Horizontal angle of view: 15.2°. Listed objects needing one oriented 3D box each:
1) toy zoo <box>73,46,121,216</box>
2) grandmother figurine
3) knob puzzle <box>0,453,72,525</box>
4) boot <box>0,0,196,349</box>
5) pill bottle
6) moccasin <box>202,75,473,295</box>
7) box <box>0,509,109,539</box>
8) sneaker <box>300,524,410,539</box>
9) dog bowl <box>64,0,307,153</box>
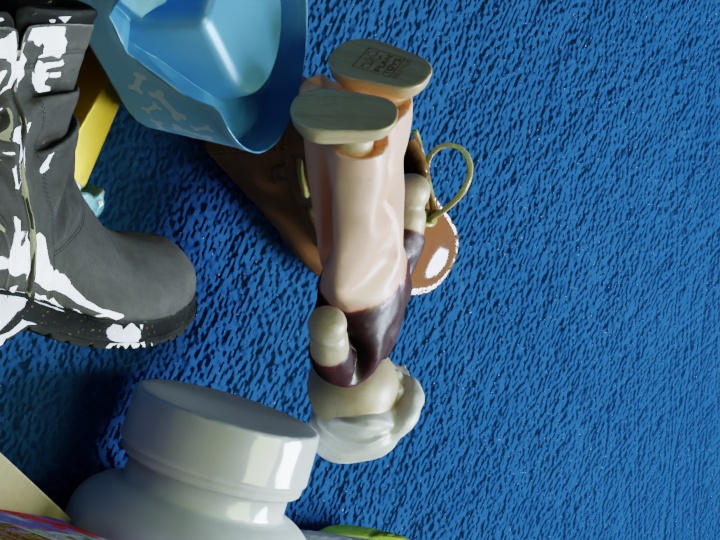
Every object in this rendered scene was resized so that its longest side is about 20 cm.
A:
[{"bbox_3d":[-0.147,-0.070,1.026,0.131,0.020,0.200,-62,150,-14],"label":"toy zoo"},{"bbox_3d":[0.000,0.000,1.159,0.121,0.060,0.200,-44,146,-43],"label":"grandmother figurine"},{"bbox_3d":[-0.205,0.149,1.052,0.220,0.030,0.220,-44,146,-40],"label":"knob puzzle"},{"bbox_3d":[-0.115,-0.040,1.013,0.200,0.070,0.132,-4,107,-63],"label":"boot"},{"bbox_3d":[-0.085,0.154,1.175,0.113,0.113,0.200,7,102,-60],"label":"pill bottle"},{"bbox_3d":[0.003,-0.037,1.236,0.074,0.078,0.201,-63,150,-16],"label":"moccasin"},{"bbox_3d":[-0.115,0.123,1.010,0.200,0.137,0.039,22,87,-64],"label":"box"},{"bbox_3d":[-0.010,0.179,1.304,0.200,0.076,0.105,15,83,-76],"label":"sneaker"},{"bbox_3d":[-0.076,-0.128,1.050,0.200,0.049,0.112,62,34,-50],"label":"dog bowl"}]
